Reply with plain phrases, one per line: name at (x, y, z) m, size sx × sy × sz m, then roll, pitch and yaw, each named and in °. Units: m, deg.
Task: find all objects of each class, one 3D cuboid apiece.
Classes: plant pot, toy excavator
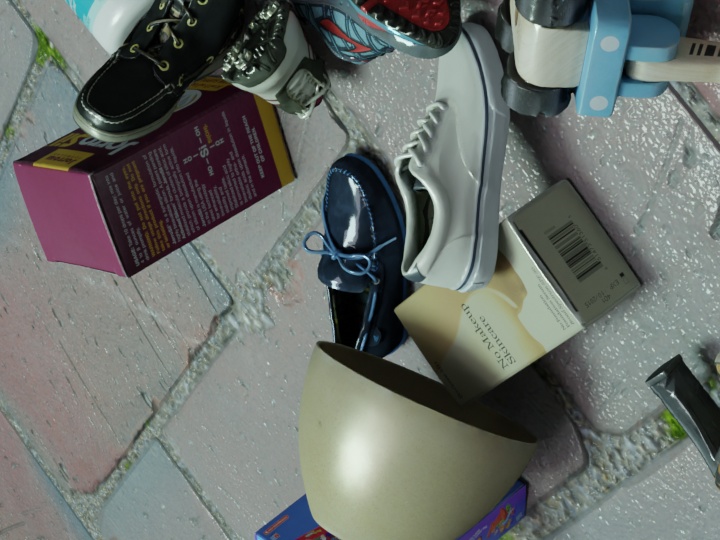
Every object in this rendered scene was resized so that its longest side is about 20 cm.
plant pot at (0.029, 0.160, 1.555) m, size 0.200 × 0.200 × 0.135 m, roll 26°, pitch 95°, yaw 40°
toy excavator at (0.194, -0.145, 1.221) m, size 0.195 × 0.199 × 0.100 m, roll -90°, pitch 3°, yaw -46°

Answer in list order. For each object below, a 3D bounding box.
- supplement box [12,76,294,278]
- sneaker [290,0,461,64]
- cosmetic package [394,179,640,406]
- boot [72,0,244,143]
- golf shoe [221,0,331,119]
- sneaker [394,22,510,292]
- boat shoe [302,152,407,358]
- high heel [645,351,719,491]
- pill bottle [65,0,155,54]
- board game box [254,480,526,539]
supplement box at (-0.180, -0.087, 1.665) m, size 0.131 × 0.200 × 0.103 m, roll 11°, pitch 125°, yaw 48°
sneaker at (0.013, -0.199, 1.447) m, size 0.200 × 0.079 × 0.096 m, roll 37°, pitch 152°, yaw 43°
cosmetic package at (0.117, 0.022, 1.477) m, size 0.105 × 0.071 × 0.200 m, roll 54°, pitch 147°, yaw 5°
boot at (-0.152, -0.206, 1.535) m, size 0.073 × 0.204 × 0.154 m, roll 35°, pitch 138°, yaw 12°
golf shoe at (-0.058, -0.164, 1.509) m, size 0.088 × 0.077 × 0.200 m, roll 40°, pitch -174°, yaw -8°
sneaker at (0.064, -0.085, 1.392) m, size 0.073 × 0.071 × 0.201 m, roll 167°, pitch 105°, yaw -64°
boat shoe at (0.000, 0.000, 1.618) m, size 0.084 × 0.069 × 0.201 m, roll 19°, pitch 131°, yaw 44°
high heel at (0.298, 0.101, 1.315) m, size 0.143 × 0.071 × 0.200 m, roll 51°, pitch 150°, yaw -2°
pill bottle at (-0.233, -0.292, 1.648) m, size 0.200 × 0.111 × 0.111 m, roll 50°, pitch 147°, yaw 12°
board game box at (0.027, 0.220, 1.641) m, size 0.134 × 0.200 × 0.045 m, roll 34°, pitch 144°, yaw 33°
